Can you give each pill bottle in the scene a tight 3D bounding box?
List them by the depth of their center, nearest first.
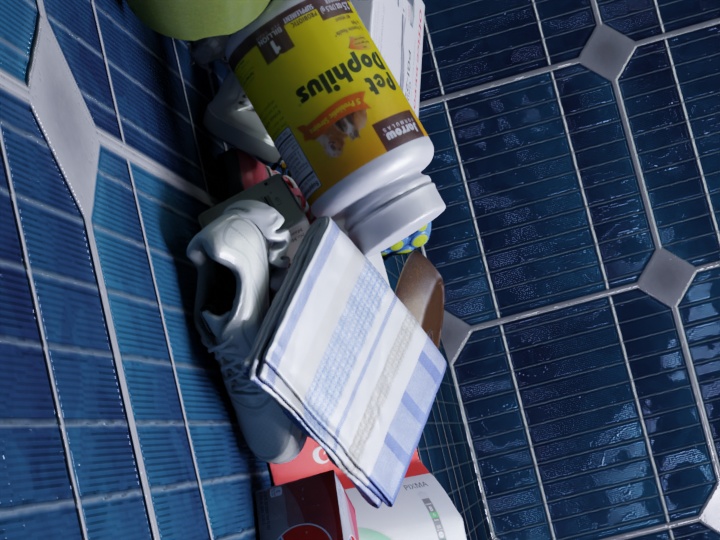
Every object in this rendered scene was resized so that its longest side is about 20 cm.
[{"bbox_3d":[-0.015,-0.115,1.234,0.201,0.109,0.109,60,6,5],"label":"pill bottle"}]

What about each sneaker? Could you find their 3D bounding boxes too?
[{"bbox_3d":[-0.088,0.053,1.177,0.081,0.074,0.203,-32,115,-57],"label":"sneaker"},{"bbox_3d":[-0.093,-0.160,1.397,0.085,0.072,0.200,-62,-163,17],"label":"sneaker"},{"bbox_3d":[-0.071,-0.062,1.424,0.200,0.086,0.075,60,15,-65],"label":"sneaker"},{"bbox_3d":[0.015,-0.053,1.556,0.199,0.070,0.084,165,-80,-75],"label":"sneaker"}]

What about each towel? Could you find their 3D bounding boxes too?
[{"bbox_3d":[-0.007,0.073,1.207,0.200,0.024,0.148,50,53,-39],"label":"towel"}]

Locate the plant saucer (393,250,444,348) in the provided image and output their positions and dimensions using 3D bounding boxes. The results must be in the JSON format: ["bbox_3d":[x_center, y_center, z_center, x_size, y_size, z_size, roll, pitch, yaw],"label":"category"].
[{"bbox_3d":[0.051,0.082,1.555,0.200,0.034,0.203,11,90,-78],"label":"plant saucer"}]

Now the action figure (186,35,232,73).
[{"bbox_3d":[-0.110,-0.219,1.343,0.131,0.069,0.201,53,31,-21],"label":"action figure"}]

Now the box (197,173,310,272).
[{"bbox_3d":[-0.061,0.023,1.310,0.069,0.082,0.201,57,-7,45],"label":"box"}]

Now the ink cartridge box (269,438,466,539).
[{"bbox_3d":[0.009,0.197,1.313,0.160,0.050,0.203,-5,79,-38],"label":"ink cartridge box"}]

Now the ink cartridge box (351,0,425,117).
[{"bbox_3d":[-0.002,-0.213,1.461,0.200,0.084,0.148,42,51,-73],"label":"ink cartridge box"}]

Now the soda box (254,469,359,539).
[{"bbox_3d":[-0.030,0.253,1.168,0.064,0.069,0.202,66,12,-50],"label":"soda box"}]

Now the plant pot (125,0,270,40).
[{"bbox_3d":[-0.124,-0.267,1.125,0.191,0.197,0.202,91,-10,-62],"label":"plant pot"}]

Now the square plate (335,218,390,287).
[{"bbox_3d":[0.000,0.000,1.368,0.200,0.028,0.200,49,26,-77],"label":"square plate"}]

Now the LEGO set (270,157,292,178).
[{"bbox_3d":[-0.079,-0.153,1.583,0.154,0.114,0.202,-59,150,-54],"label":"LEGO set"}]
